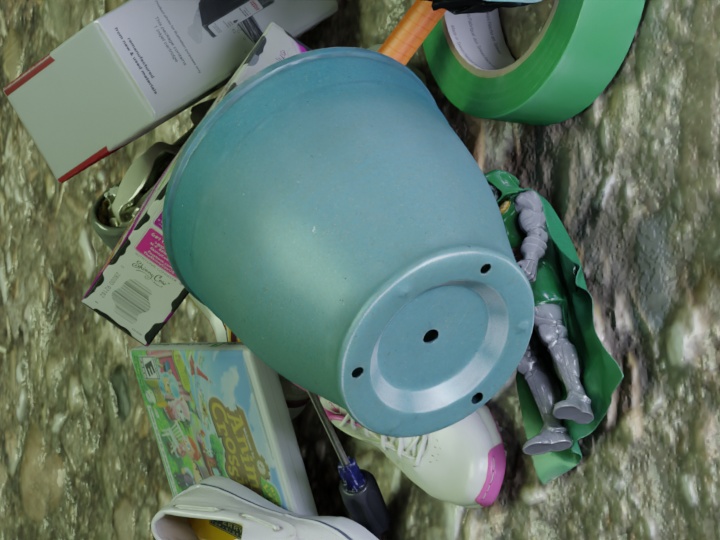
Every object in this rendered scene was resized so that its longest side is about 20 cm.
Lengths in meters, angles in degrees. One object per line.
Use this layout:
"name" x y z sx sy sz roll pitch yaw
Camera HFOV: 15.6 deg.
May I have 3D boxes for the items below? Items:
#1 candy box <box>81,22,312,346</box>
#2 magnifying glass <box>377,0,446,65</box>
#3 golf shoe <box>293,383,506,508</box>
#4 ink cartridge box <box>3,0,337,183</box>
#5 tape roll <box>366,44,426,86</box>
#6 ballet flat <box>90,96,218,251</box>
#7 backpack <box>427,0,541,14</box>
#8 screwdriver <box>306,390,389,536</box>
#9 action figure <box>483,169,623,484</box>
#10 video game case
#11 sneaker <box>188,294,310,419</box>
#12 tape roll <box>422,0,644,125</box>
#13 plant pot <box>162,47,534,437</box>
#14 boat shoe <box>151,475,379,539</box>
"candy box" -0.104 -0.058 1.811 0.200 0.061 0.137 -51 9 43
"magnifying glass" 0.002 -0.112 1.719 0.201 0.022 0.080 -54 14 9
"golf shoe" 0.022 0.100 1.745 0.200 0.091 0.076 37 115 53
"ink cartridge box" -0.134 -0.159 1.892 0.144 0.200 0.084 -27 96 51
"tape roll" -0.028 -0.064 1.810 0.203 0.037 0.203 -49 16 20
"ballet flat" -0.117 -0.086 1.943 0.200 0.064 0.067 -42 44 6
"backpack" 0.032 -0.242 1.612 0.200 0.175 0.154 37 111 38
"screwdriver" -0.012 0.116 1.747 0.201 0.028 0.029 71 -152 -48
"action figure" 0.106 0.018 1.659 0.118 0.054 0.201 -55 38 43
"video game case" -0.093 0.149 1.916 0.182 0.022 0.201 -3 105 57
"sneaker" -0.077 0.018 1.940 0.090 0.075 0.201 -48 55 47
"tape roll" 0.109 -0.195 1.689 0.200 0.048 0.202 -15 72 57
"plant pot" 0.007 -0.004 1.613 0.188 0.199 0.201 49 126 45
"boat shoe" -0.062 0.198 1.815 0.199 0.070 0.071 21 120 35
